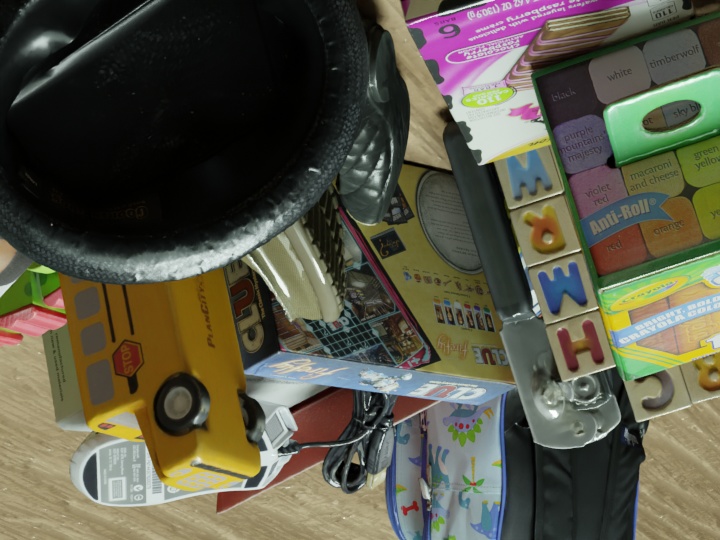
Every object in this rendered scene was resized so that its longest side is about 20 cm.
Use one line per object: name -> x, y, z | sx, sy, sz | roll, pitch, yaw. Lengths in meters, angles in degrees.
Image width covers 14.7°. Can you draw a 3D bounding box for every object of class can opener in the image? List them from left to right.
can opener -> 0.100, 0.004, 1.590 | 0.053, 0.201, 0.067 | -17, -176, 13

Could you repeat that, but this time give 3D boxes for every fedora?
fedora -> -0.100, -0.092, 1.304 | 0.199, 0.202, 0.092 | -9, -166, -10

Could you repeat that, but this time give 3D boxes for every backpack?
backpack -> 0.110, 0.152, 1.953 | 0.146, 0.201, 0.182 | -3, 172, 43

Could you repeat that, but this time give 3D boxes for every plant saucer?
plant saucer -> 0.009, 0.075, 1.807 | 0.199, 0.037, 0.200 | -28, -176, 21

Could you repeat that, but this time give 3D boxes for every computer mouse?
computer mouse -> -0.076, 0.097, 1.667 | 0.199, 0.044, 0.110 | -4, 138, -10

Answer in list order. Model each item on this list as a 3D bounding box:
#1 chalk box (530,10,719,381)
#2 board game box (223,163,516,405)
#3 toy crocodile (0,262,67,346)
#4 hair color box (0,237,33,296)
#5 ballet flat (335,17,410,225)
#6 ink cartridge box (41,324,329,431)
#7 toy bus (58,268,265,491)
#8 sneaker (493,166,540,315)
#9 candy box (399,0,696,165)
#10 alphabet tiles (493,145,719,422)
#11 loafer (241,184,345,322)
chalk box -> 0.164, -0.044, 1.397 | 0.124, 0.124, 0.200 | -17, 160, 5
board game box -> 0.000, 0.000, 1.578 | 0.035, 0.136, 0.199 | -28, 154, 37
toy crocodile -> -0.186, 0.010, 1.599 | 0.199, 0.062, 0.067 | -25, 156, 32
hair color box -> -0.264, -0.031, 1.448 | 0.199, 0.062, 0.101 | 0, 156, -32
ballet flat -> -0.006, -0.082, 1.483 | 0.056, 0.067, 0.200 | 8, 157, 9
ink cartridge box -> -0.076, 0.029, 1.686 | 0.146, 0.083, 0.200 | 8, 152, -45
toy bus -> -0.111, 0.020, 1.469 | 0.078, 0.201, 0.065 | -22, 158, 24
sneaker -> 0.115, -0.016, 1.695 | 0.082, 0.074, 0.200 | -10, 161, -13
candy box -> 0.099, -0.129, 1.400 | 0.136, 0.061, 0.200 | -16, 160, 8
alphabet tiles -> 0.168, -0.026, 1.527 | 0.166, 0.201, 0.006 | -18, -179, 15
loafer -> -0.064, -0.048, 1.438 | 0.067, 0.076, 0.200 | -15, 129, 17
